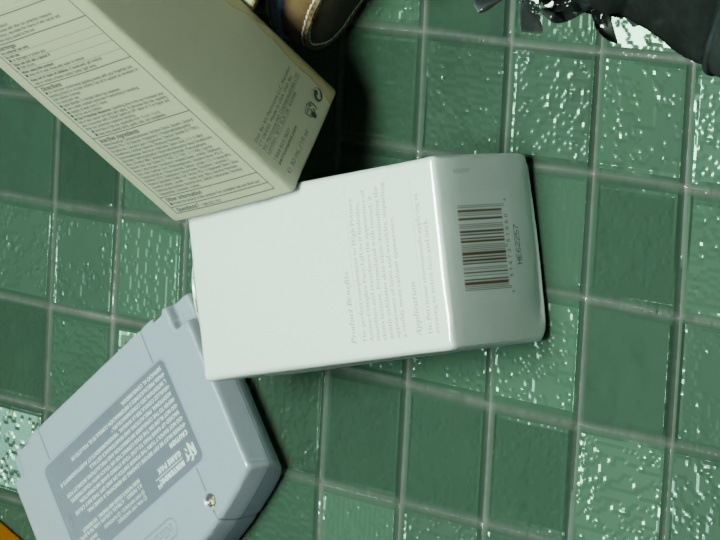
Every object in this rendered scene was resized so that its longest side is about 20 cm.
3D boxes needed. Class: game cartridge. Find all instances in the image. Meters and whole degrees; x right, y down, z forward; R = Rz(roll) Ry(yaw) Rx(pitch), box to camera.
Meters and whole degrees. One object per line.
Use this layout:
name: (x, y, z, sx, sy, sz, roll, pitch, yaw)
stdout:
game cartridge: (-0.125, 0.119, 1.736, 0.200, 0.040, 0.134, -41, 60, 40)

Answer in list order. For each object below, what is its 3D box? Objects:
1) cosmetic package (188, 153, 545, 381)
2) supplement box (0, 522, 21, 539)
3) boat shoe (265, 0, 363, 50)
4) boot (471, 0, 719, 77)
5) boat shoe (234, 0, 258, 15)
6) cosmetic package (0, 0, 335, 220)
cosmetic package: (0.000, 0.000, 1.571, 0.200, 0.074, 0.102, -7, 87, 48)
supplement box: (-0.252, 0.265, 1.850, 0.126, 0.073, 0.201, 33, 116, 41)
boat shoe: (0.014, -0.179, 1.542, 0.072, 0.072, 0.200, 46, 134, 17)
boot: (0.134, -0.192, 1.382, 0.162, 0.073, 0.199, 26, 119, 19)
boat shoe: (-0.083, -0.167, 1.589, 0.200, 0.064, 0.072, 120, 162, -71)
cosmetic package: (-0.120, -0.118, 1.549, 0.103, 0.200, 0.073, -11, 45, 44)
